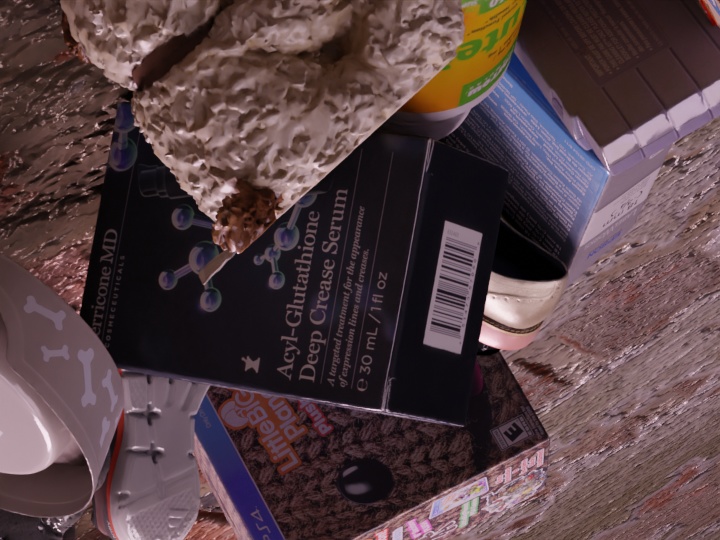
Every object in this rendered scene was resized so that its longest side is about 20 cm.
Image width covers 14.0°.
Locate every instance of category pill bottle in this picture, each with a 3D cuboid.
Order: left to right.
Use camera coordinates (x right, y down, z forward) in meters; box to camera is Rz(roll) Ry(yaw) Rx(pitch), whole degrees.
[{"bbox_3d":[0.033,-0.147,1.555,0.111,0.111,0.200,-24,159,-16],"label":"pill bottle"}]

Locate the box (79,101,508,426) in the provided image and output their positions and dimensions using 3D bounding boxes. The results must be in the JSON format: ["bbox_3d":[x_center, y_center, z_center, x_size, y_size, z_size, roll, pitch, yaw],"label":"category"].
[{"bbox_3d":[-0.038,-0.004,1.612,0.200,0.149,0.107,8,176,28],"label":"box"}]

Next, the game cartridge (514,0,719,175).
[{"bbox_3d":[0.146,-0.144,1.603,0.130,0.200,0.038,-33,134,3],"label":"game cartridge"}]

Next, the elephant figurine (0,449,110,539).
[{"bbox_3d":[-0.215,0.135,1.750,0.155,0.200,0.142,-32,159,5],"label":"elephant figurine"}]

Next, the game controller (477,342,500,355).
[{"bbox_3d":[0.000,0.000,1.800,0.200,0.104,0.042,11,121,-31],"label":"game controller"}]

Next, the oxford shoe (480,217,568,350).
[{"bbox_3d":[0.035,-0.032,1.752,0.074,0.200,0.071,-54,-170,48],"label":"oxford shoe"}]

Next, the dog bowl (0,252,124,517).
[{"bbox_3d":[-0.216,0.049,1.585,0.059,0.200,0.200,-57,173,-28],"label":"dog bowl"}]

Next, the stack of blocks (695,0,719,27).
[{"bbox_3d":[0.183,-0.183,1.511,0.059,0.200,0.115,-32,138,4],"label":"stack of blocks"}]

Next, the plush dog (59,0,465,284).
[{"bbox_3d":[-0.077,-0.108,1.427,0.200,0.172,0.160,-39,-176,47],"label":"plush dog"}]

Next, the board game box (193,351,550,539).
[{"bbox_3d":[-0.002,0.104,1.896,0.200,0.160,0.097,-27,158,-9],"label":"board game box"}]

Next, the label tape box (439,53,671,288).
[{"bbox_3d":[0.102,-0.076,1.761,0.063,0.144,0.200,-36,164,-23],"label":"label tape box"}]

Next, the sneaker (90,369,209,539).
[{"bbox_3d":[-0.138,0.073,1.801,0.077,0.200,0.082,14,172,-35],"label":"sneaker"}]
